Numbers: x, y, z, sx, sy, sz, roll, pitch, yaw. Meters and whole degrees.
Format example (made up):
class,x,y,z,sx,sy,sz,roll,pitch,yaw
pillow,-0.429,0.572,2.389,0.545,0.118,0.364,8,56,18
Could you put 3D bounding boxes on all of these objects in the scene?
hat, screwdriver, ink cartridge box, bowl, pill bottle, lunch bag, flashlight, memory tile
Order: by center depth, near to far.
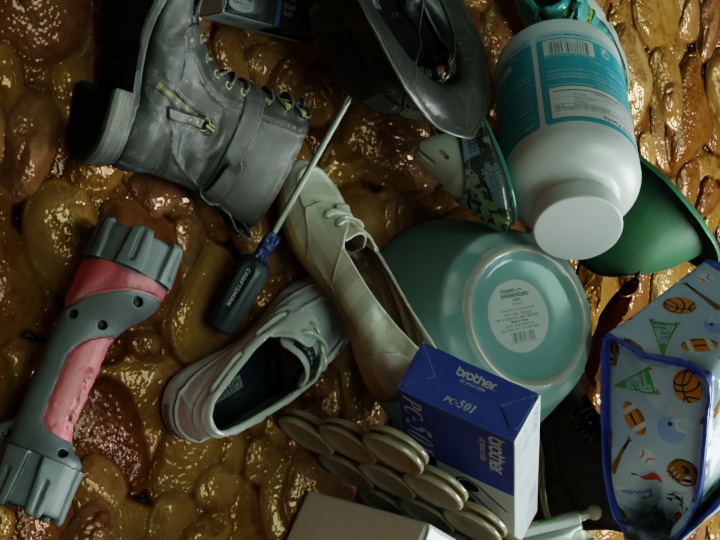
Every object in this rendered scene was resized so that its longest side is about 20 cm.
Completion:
class,x,y,z,sx,sy,sz,roll,pitch,yaw
flashlight,-0.182,0.067,0.909,0.068,0.067,0.201,32,70,-41
screwdriver,-0.053,-0.041,1.006,0.201,0.029,0.028,-57,142,2
hat,0.015,-0.177,1.010,0.200,0.081,0.202,38,42,-43
ink cartridge box,-0.064,-0.278,1.013,0.099,0.039,0.202,5,88,-41
ink cartridge box,0.083,0.137,1.020,0.044,0.094,0.201,-56,158,-26
memory tile,0.039,0.170,1.049,0.200,0.153,0.017,46,64,-31
ink cartridge box,0.050,0.259,1.074,0.200,0.145,0.084,37,68,-37
bowl,0.108,0.046,1.102,0.199,0.105,0.202,6,76,-27
pill bottle,0.167,-0.104,1.109,0.111,0.110,0.201,42,34,-35
lunch bag,0.285,0.122,1.126,0.169,0.123,0.201,-27,127,-39
hat,0.206,-0.005,1.223,0.176,0.200,0.166,-45,78,-3

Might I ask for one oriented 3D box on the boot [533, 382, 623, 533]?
class,x,y,z,sx,sy,sz,roll,pitch,yaw
boot,0.213,0.139,1.218,0.077,0.138,0.202,-21,106,-39

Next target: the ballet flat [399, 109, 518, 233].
class,x,y,z,sx,sy,sz,roll,pitch,yaw
ballet flat,0.066,-0.116,1.087,0.074,0.074,0.201,5,60,-42

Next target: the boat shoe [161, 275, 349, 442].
class,x,y,z,sx,sy,sz,roll,pitch,yaw
boat shoe,-0.055,0.067,1.022,0.200,0.065,0.074,-41,117,-33

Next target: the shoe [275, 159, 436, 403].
class,x,y,z,sx,sy,sz,roll,pitch,yaw
shoe,0.000,0.000,1.032,0.070,0.053,0.201,-16,77,-55

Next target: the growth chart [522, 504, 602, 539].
class,x,y,z,sx,sy,sz,roll,pitch,yaw
growth chart,0.152,0.312,1.208,0.144,0.018,0.202,-8,102,-3

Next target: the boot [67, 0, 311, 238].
class,x,y,z,sx,sy,sz,roll,pitch,yaw
boot,-0.104,-0.134,0.962,0.173,0.069,0.201,16,101,-42

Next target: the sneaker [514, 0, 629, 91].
class,x,y,z,sx,sy,sz,roll,pitch,yaw
sneaker,0.171,-0.218,1.188,0.201,0.077,0.080,56,16,-20
